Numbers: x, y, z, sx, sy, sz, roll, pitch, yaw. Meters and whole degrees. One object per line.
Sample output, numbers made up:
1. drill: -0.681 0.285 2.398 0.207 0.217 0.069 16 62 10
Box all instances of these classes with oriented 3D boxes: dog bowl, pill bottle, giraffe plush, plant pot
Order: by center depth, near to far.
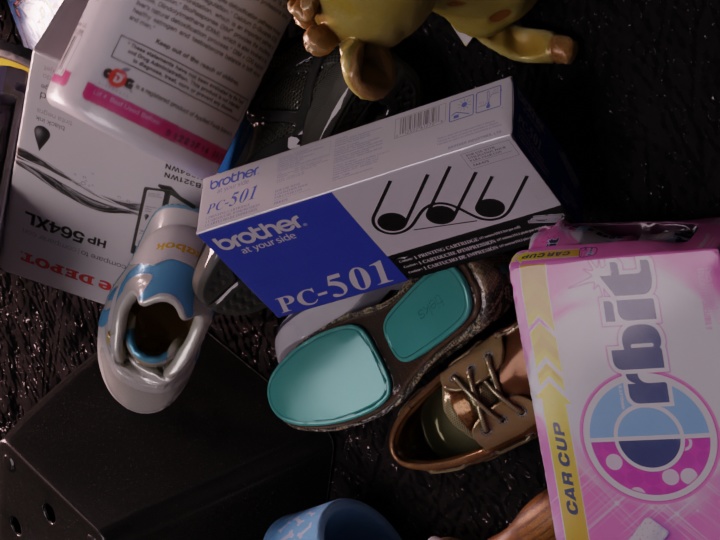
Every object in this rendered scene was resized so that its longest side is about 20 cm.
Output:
1. giraffe plush: 0.029 -0.180 0.968 0.172 0.162 0.201 41 135 30
2. pill bottle: -0.095 -0.166 1.105 0.113 0.113 0.201 27 92 41
3. dog bowl: 0.007 0.244 1.244 0.050 0.111 0.201 -37 67 32
4. plant pot: -0.158 0.178 1.367 0.199 0.177 0.201 36 134 36

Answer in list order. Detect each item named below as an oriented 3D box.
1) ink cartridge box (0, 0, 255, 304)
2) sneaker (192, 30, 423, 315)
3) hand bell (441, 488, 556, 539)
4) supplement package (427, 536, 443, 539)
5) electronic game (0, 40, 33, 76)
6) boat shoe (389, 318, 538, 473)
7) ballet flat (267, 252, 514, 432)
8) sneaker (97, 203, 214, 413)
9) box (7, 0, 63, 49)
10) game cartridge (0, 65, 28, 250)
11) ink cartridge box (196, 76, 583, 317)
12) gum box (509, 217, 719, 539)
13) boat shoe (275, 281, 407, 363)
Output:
1. ink cartridge box: -0.155 -0.071 1.259 0.145 0.084 0.201 19 132 0
2. sneaker: -0.045 -0.070 1.152 0.200 0.076 0.114 -57 35 19
3. hand bell: 0.085 0.178 1.164 0.200 0.104 0.104 -39 76 38
4. supplement package: 0.122 0.272 1.011 0.199 0.148 0.191 19 163 38
5. electronic game: -0.230 -0.088 1.385 0.199 0.042 0.201 27 145 20
6. boat shoe: 0.084 0.075 1.101 0.076 0.074 0.200 59 142 11
7. ballet flat: 0.028 0.045 1.140 0.200 0.075 0.068 -35 73 40
8. sneaker: -0.142 0.043 1.241 0.076 0.081 0.200 19 141 -3
9. box: -0.186 -0.196 1.327 0.200 0.040 0.138 -13 98 53
10. game cartridge: -0.264 -0.028 1.291 0.130 0.038 0.201 117 160 -48
11. ink cartridge box: 0.016 -0.038 1.047 0.199 0.044 0.094 -16 140 25
12. gum box: 0.155 0.068 0.983 0.113 0.066 0.201 -5 105 25
13. boat shoe: 0.000 0.000 1.184 0.200 0.071 0.070 132 136 -53
